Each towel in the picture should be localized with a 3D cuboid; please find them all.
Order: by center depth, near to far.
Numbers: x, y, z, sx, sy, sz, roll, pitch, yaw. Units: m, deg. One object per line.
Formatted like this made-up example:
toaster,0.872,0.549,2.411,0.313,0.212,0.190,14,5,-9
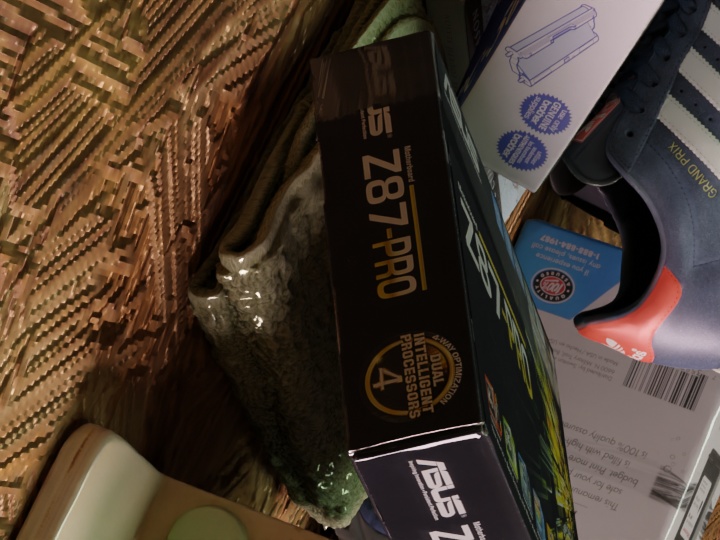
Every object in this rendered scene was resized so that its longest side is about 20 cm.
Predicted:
towel,0.000,0.000,1.022,0.148,0.036,0.200,-59,156,-24

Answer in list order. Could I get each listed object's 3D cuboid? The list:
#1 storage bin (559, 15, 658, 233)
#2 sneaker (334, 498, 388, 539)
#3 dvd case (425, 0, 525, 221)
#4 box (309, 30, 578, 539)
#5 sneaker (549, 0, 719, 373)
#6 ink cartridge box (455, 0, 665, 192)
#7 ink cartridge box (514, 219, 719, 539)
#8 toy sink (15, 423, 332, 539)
storage bin,0.159,-0.049,1.165,0.094,0.135,0.200,-62,171,-2
sneaker,0.007,0.148,1.119,0.200,0.074,0.087,-65,162,-13
dvd case,0.085,-0.127,1.137,0.200,0.022,0.146,-54,153,-32
box,0.034,0.044,0.932,0.200,0.049,0.161,66,13,-51
sneaker,0.115,-0.063,1.026,0.075,0.084,0.200,144,-51,-81
ink cartridge box,0.095,-0.126,0.953,0.200,0.044,0.094,-59,-175,47
ink cartridge box,0.091,0.092,1.208,0.200,0.116,0.067,-65,159,-11
toy sink,-0.044,0.153,0.944,0.130,0.112,0.200,-65,157,-15
